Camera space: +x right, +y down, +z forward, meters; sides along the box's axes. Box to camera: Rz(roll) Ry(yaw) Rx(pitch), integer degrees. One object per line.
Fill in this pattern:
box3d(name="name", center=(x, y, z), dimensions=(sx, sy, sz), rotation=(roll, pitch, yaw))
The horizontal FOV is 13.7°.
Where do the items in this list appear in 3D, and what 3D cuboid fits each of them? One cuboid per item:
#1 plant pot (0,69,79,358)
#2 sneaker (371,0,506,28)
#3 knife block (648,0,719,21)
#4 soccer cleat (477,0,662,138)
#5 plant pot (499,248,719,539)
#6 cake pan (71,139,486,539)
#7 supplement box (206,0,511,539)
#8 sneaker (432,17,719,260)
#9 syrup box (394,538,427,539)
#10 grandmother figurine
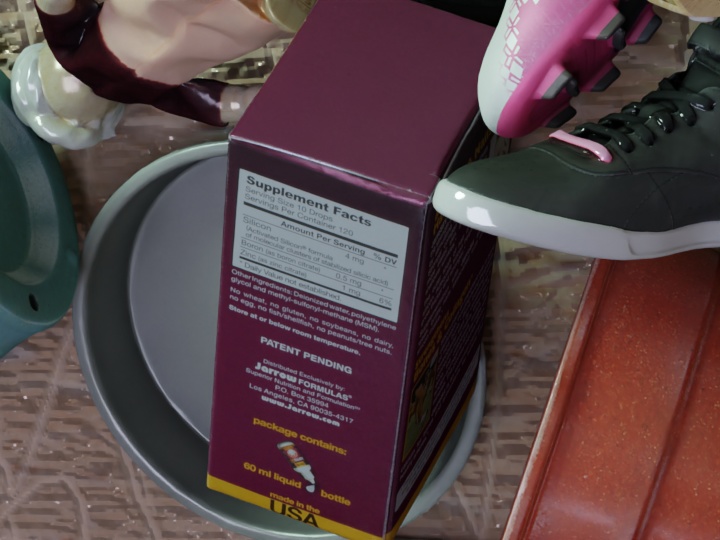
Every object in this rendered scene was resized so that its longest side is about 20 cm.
box3d(name="plant pot", center=(-0.236, -0.007, 1.337), dimensions=(0.188, 0.200, 0.200), rotation=(-19, 105, 20))
box3d(name="sneaker", center=(0.051, -0.126, 1.228), dimensions=(0.104, 0.060, 0.200), rotation=(-30, 130, -1))
box3d(name="knife block", center=(0.181, -0.186, 1.081), dimensions=(0.064, 0.199, 0.176), rotation=(31, 123, 57))
box3d(name="soccer cleat", center=(0.094, -0.144, 1.144), dimensions=(0.086, 0.070, 0.200), rotation=(37, 86, 14))
box3d(name="plant pot", center=(0.165, 0.093, 1.225), dimensions=(0.195, 0.201, 0.201), rotation=(18, 119, 3))
box3d(name="cake pan", center=(-0.033, 0.029, 1.354), dimensions=(0.200, 0.037, 0.201), rotation=(9, 116, 18))
box3d(name="supplement box", center=(0.000, 0.000, 1.213), dimensions=(0.085, 0.110, 0.200), rotation=(18, 135, 13))
box3d(name="sneaker", center=(0.117, -0.060, 1.119), dimensions=(0.071, 0.199, 0.100), rotation=(33, 120, 55))
box3d(name="syrup box", center=(0.005, 0.199, 1.321), dimensions=(0.081, 0.200, 0.079), rotation=(2, 114, 22))
box3d(name="grandmother figurine", center=(-0.087, -0.099, 1.274), dimensions=(0.121, 0.061, 0.200), rotation=(40, 148, -20))
